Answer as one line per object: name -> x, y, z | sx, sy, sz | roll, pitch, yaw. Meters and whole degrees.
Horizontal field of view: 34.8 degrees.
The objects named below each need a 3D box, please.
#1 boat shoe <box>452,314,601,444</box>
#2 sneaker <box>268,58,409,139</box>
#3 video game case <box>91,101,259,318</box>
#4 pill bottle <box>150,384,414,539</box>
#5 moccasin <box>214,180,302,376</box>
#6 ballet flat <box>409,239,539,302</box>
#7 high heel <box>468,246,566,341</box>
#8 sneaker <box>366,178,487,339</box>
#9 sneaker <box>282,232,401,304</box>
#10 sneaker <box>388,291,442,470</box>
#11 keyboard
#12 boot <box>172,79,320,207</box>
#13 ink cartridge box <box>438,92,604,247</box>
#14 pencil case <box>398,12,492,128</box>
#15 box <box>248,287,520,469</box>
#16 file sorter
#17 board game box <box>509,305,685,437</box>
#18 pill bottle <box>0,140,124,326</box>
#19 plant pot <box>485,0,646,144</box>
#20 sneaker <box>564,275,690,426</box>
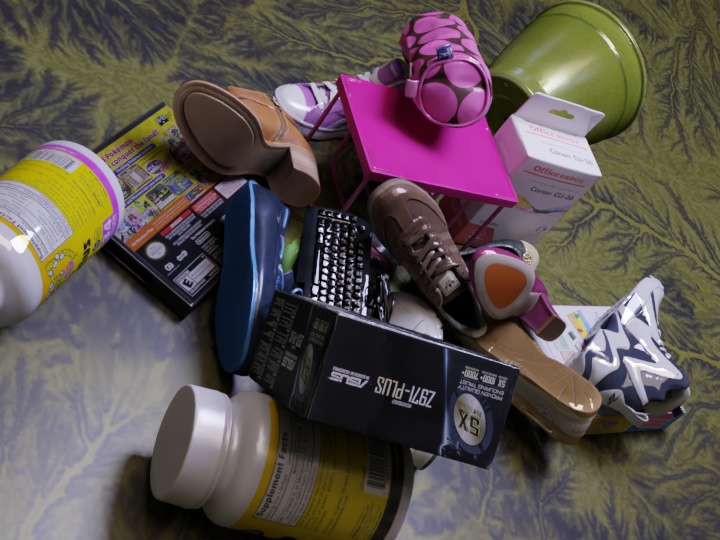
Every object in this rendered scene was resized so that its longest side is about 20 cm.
boat shoe -> 0.165, 0.112, 1.226 | 0.073, 0.070, 0.200 | -16, 43, -37
sneaker -> -0.008, -0.214, 1.360 | 0.199, 0.114, 0.073 | 0, 55, -36
video game case -> -0.188, -0.067, 1.151 | 0.180, 0.026, 0.200 | 41, 40, 0
pill bottle -> -0.066, 0.166, 0.961 | 0.199, 0.114, 0.115 | 19, 44, -23
moccasin -> -0.090, 0.007, 1.094 | 0.068, 0.080, 0.202 | 22, 59, -33
ballet flat -> 0.140, 0.003, 1.308 | 0.199, 0.057, 0.067 | -14, 88, -41
high heel -> 0.149, 0.005, 1.206 | 0.200, 0.067, 0.096 | 29, 19, -49
sneaker -> 0.079, -0.010, 1.162 | 0.200, 0.070, 0.076 | 53, -3, -38
sneaker -> 0.000, 0.000, 1.207 | 0.199, 0.077, 0.084 | -15, 69, -34
sneaker -> 0.034, 0.097, 1.138 | 0.086, 0.075, 0.201 | 14, 45, -19
keyboard -> -0.011, 0.023, 1.113 | 0.103, 0.040, 0.201 | 14, 57, -16
boot -> -0.130, -0.160, 1.220 | 0.200, 0.074, 0.155 | 40, 18, -37
ink cartridge box -> 0.197, -0.109, 1.352 | 0.116, 0.200, 0.068 | 10, 47, -30
pencil case -> 0.089, -0.230, 1.283 | 0.093, 0.091, 0.200 | -4, 25, -1
box -> 0.013, 0.086, 0.963 | 0.163, 0.200, 0.087 | 18, 89, -19
file sorter -> 0.047, -0.107, 1.292 | 0.199, 0.126, 0.140 | 9, 49, -33
board game box -> 0.266, 0.113, 1.326 | 0.199, 0.040, 0.154 | 3, 52, -36
pill bottle -> -0.291, -0.022, 0.968 | 0.104, 0.104, 0.200 | 38, 40, -2
plant pot -> 0.243, -0.234, 1.533 | 0.192, 0.201, 0.201 | -33, 76, -37
sneaker -> 0.320, 0.099, 1.287 | 0.130, 0.080, 0.199 | 45, 40, 5
